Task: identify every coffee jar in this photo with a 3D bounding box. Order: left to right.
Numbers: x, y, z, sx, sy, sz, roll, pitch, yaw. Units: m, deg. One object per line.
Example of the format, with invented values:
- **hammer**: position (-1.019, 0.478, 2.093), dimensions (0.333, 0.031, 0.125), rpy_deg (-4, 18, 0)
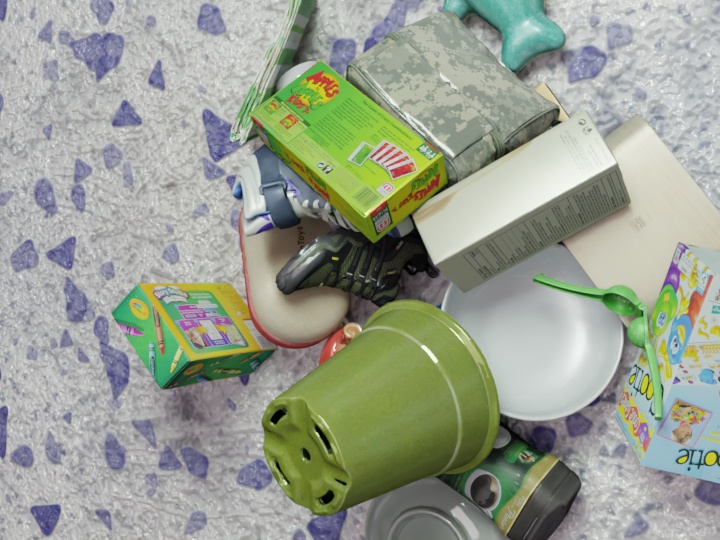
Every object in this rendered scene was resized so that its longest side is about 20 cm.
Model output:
- **coffee jar**: position (0.146, 0.219, 0.978), dimensions (0.200, 0.085, 0.105), rpy_deg (36, 128, 22)

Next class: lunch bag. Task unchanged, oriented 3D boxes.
- **lunch bag**: position (0.103, -0.179, 0.948), dimensions (0.168, 0.139, 0.200), rpy_deg (-38, 73, -13)

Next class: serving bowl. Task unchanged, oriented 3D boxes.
- **serving bowl**: position (0.183, 0.069, 0.950), dimensions (0.199, 0.066, 0.201), rpy_deg (1, 73, -2)

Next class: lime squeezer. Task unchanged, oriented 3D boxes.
- **lime squeezer**: position (0.258, 0.054, 0.852), dimensions (0.200, 0.070, 0.038), rpy_deg (56, 156, 38)

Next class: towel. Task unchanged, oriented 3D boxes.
- **towel**: position (-0.107, -0.256, 1.078), dimensions (0.023, 0.153, 0.201), rpy_deg (23, 103, -2)

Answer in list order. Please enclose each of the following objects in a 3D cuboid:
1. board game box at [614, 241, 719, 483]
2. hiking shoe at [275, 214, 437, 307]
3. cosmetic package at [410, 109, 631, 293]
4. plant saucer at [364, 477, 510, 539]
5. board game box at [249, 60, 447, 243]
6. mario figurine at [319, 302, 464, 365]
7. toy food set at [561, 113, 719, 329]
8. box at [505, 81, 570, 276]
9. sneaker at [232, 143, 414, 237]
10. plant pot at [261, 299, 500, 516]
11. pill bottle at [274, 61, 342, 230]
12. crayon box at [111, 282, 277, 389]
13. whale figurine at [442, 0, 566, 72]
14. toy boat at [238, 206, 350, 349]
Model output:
- **board game box**: position (0.340, 0.090, 0.842), dimensions (0.104, 0.103, 0.201), rpy_deg (13, 108, -3)
- **hiking shoe**: position (0.000, 0.000, 1.009), dimensions (0.101, 0.199, 0.076), rpy_deg (64, 157, 9)
- **cosmetic package**: position (0.162, -0.065, 0.871), dimensions (0.199, 0.105, 0.071), rpy_deg (-29, 63, 12)
- **plant saucer**: position (0.087, 0.334, 1.033), dimensions (0.199, 0.050, 0.201), rpy_deg (0, 90, 27)
- **board game box**: position (-0.015, -0.127, 0.889), dimensions (0.101, 0.048, 0.200), rpy_deg (-39, 58, -12)
- **mario figurine**: position (0.039, 0.105, 1.026), dimensions (0.199, 0.106, 0.124), rpy_deg (-18, 82, 23)
- **toy food set**: position (0.295, -0.046, 0.917), dimensions (0.143, 0.060, 0.200), rpy_deg (-38, 76, 14)
- **box**: position (0.178, -0.094, 1.002), dimensions (0.200, 0.021, 0.164), rpy_deg (-37, 75, 22)
- **sneaker**: position (-0.053, -0.067, 0.942), dimensions (0.146, 0.081, 0.200), rpy_deg (-42, 64, -4)
- **plant pot**: position (0.008, 0.153, 0.875), dimensions (0.199, 0.190, 0.201), rpy_deg (19, 118, 39)
- **pill bottle**: position (-0.031, -0.156, 1.057), dimensions (0.111, 0.111, 0.201), rpy_deg (-35, 75, 22)
- **crayon box**: position (-0.205, 0.077, 1.093), dimensions (0.058, 0.200, 0.119), rpy_deg (-44, 72, 19)
- **whale figurine**: position (0.158, -0.329, 0.966), dimensions (0.159, 0.104, 0.201), rpy_deg (-23, 78, 24)
- **toy boat**: position (-0.092, 0.005, 1.092), dimensions (0.131, 0.130, 0.201), rpy_deg (130, 135, -59)
